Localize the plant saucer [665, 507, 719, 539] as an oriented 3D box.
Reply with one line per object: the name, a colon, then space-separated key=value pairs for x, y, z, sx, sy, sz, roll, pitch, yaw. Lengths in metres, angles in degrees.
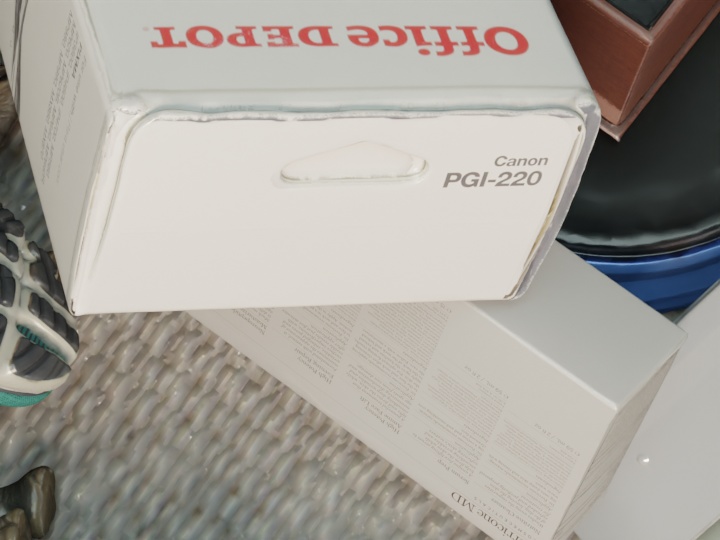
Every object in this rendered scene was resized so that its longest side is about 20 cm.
plant saucer: x=0.195 y=0.114 z=0.841 sx=0.199 sy=0.050 sz=0.201 roll=1 pitch=73 yaw=-2

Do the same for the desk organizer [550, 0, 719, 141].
desk organizer: x=0.119 y=-0.149 z=0.861 sx=0.072 sy=0.077 sz=0.200 roll=37 pitch=75 yaw=8

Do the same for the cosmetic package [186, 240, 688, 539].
cosmetic package: x=0.000 y=0.000 z=0.833 sx=0.200 sy=0.083 sz=0.051 roll=36 pitch=45 yaw=14

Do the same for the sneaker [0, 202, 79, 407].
sneaker: x=-0.182 y=0.000 z=0.788 sx=0.199 sy=0.080 sz=0.078 roll=17 pitch=39 yaw=-7

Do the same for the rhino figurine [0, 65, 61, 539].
rhino figurine: x=-0.143 y=0.007 z=0.851 sx=0.087 sy=0.060 sz=0.201 roll=-2 pitch=70 yaw=6

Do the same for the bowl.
bowl: x=0.083 y=-0.084 z=0.901 sx=0.200 sy=0.039 sz=0.202 roll=1 pitch=73 yaw=-3

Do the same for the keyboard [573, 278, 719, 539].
keyboard: x=0.131 y=0.023 z=0.819 sx=0.056 sy=0.011 sz=0.200 roll=48 pitch=119 yaw=6

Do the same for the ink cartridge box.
ink cartridge box: x=-0.032 y=-0.086 z=0.784 sx=0.145 sy=0.085 sz=0.200 roll=-2 pitch=46 yaw=-21
